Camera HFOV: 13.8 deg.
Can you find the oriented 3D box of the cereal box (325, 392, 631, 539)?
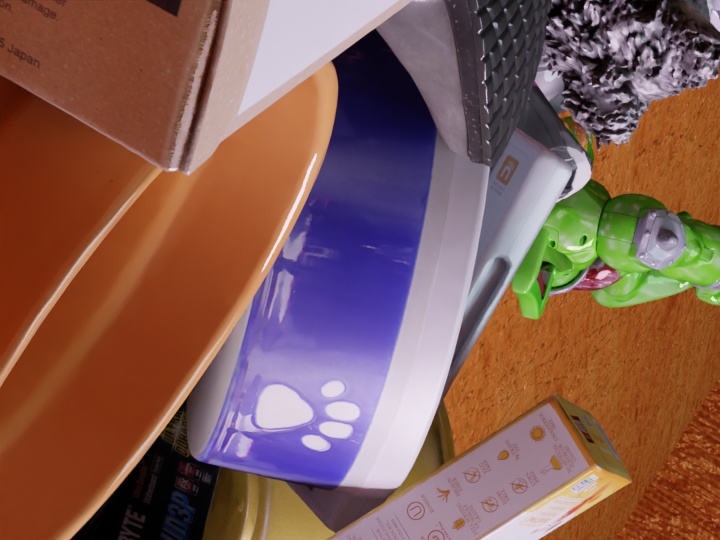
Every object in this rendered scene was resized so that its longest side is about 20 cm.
[{"bbox_3d":[0.012,0.121,1.200,0.199,0.040,0.144,-33,170,6],"label":"cereal box"}]

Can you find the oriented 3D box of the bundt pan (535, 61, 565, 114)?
[{"bbox_3d":[0.110,-0.161,1.510,0.202,0.076,0.202,-54,165,-22],"label":"bundt pan"}]

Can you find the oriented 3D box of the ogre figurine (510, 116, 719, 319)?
[{"bbox_3d":[0.105,-0.021,1.526,0.098,0.199,0.120,-58,164,0],"label":"ogre figurine"}]

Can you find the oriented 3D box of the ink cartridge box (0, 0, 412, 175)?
[{"bbox_3d":[-0.058,-0.126,0.808,0.200,0.164,0.075,-41,154,-53],"label":"ink cartridge box"}]

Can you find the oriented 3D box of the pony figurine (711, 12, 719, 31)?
[{"bbox_3d":[0.139,-0.187,1.348,0.194,0.199,0.167,-59,-149,27],"label":"pony figurine"}]

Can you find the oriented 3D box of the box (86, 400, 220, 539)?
[{"bbox_3d":[-0.116,0.163,1.318,0.200,0.046,0.160,-80,-165,-66],"label":"box"}]

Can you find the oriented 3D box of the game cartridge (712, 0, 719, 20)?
[{"bbox_3d":[0.128,-0.208,1.140,0.041,0.201,0.133,-12,148,-4],"label":"game cartridge"}]

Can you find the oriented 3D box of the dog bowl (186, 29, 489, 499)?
[{"bbox_3d":[-0.011,-0.016,1.165,0.200,0.078,0.201,-169,-90,-80],"label":"dog bowl"}]

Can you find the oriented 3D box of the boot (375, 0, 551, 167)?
[{"bbox_3d":[-0.010,-0.121,1.022,0.200,0.130,0.068,71,37,-51],"label":"boot"}]

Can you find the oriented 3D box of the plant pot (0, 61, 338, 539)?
[{"bbox_3d":[-0.120,-0.016,0.859,0.200,0.140,0.200,-53,168,-16],"label":"plant pot"}]

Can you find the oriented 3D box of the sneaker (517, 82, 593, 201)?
[{"bbox_3d":[0.034,-0.039,1.385,0.086,0.080,0.200,-43,-172,-21],"label":"sneaker"}]

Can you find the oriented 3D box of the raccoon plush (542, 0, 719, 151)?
[{"bbox_3d":[0.044,-0.113,1.087,0.199,0.135,0.097,-7,161,-29],"label":"raccoon plush"}]

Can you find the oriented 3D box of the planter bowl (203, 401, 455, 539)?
[{"bbox_3d":[-0.047,0.113,1.425,0.083,0.201,0.201,7,119,-36],"label":"planter bowl"}]

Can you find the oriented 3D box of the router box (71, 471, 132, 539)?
[{"bbox_3d":[-0.145,0.089,1.191,0.201,0.051,0.149,-56,167,-13],"label":"router box"}]

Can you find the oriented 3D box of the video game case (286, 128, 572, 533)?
[{"bbox_3d":[0.000,0.000,1.311,0.182,0.023,0.200,-60,-151,6],"label":"video game case"}]
